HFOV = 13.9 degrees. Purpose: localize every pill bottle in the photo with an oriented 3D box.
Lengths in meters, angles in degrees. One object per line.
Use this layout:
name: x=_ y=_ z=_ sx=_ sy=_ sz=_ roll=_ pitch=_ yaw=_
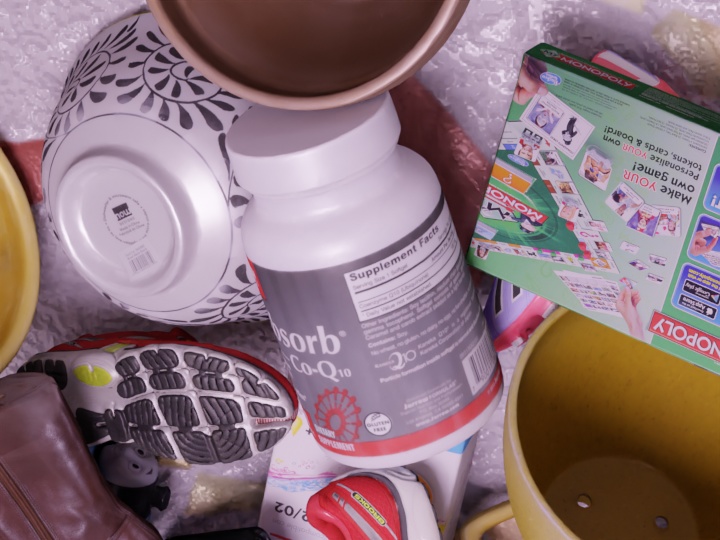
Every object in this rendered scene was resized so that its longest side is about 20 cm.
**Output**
pill bottle: x=0.000 y=0.000 z=1.646 sx=0.116 sy=0.116 sz=0.200 roll=-9 pitch=118 yaw=21

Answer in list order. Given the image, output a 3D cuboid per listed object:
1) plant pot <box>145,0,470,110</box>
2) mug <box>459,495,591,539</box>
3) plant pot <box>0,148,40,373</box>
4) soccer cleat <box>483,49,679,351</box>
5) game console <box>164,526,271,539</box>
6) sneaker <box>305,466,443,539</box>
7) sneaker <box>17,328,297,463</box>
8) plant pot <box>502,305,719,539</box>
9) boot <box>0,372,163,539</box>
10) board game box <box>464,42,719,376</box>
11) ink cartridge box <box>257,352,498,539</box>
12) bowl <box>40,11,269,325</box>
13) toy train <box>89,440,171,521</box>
plant pot: x=-0.017 y=-0.190 z=1.611 sx=0.201 sy=0.093 sz=0.201 roll=3 pitch=97 yaw=22
mug: x=0.141 y=0.239 z=1.785 sx=0.153 sy=0.149 sz=0.187 roll=-19 pitch=118 yaw=-2
plant pot: x=-0.328 y=0.003 z=1.783 sx=0.189 sy=0.201 sz=0.201 roll=-19 pitch=112 yaw=41
soccer cleat: x=0.119 y=-0.036 z=1.698 sx=0.076 sy=0.067 sz=0.200 roll=45 pitch=126 yaw=15
game console: x=-0.028 y=0.234 z=1.849 sx=0.200 sy=0.116 sz=0.176 roll=-20 pitch=87 yaw=68
sneaker: x=0.014 y=0.216 z=1.732 sx=0.085 sy=0.077 sz=0.200 roll=-12 pitch=78 yaw=-14
sneaker: x=-0.116 y=0.063 z=1.785 sx=0.200 sy=0.085 sz=0.077 roll=5 pitch=117 yaw=34
plant pot: x=0.166 y=0.125 z=1.709 sx=0.200 sy=0.200 sz=0.142 roll=25 pitch=147 yaw=2
boot: x=-0.227 y=0.156 z=1.771 sx=0.186 sy=0.064 sz=0.200 roll=-29 pitch=135 yaw=4
board game box: x=0.165 y=-0.027 z=1.622 sx=0.200 sy=0.029 sz=0.135 roll=24 pitch=118 yaw=17
ink cartridge box: x=0.005 y=0.130 z=1.815 sx=0.115 sy=0.068 sz=0.200 roll=16 pitch=122 yaw=8
bowl: x=-0.117 y=-0.042 z=1.717 sx=0.201 sy=0.094 sz=0.201 roll=14 pitch=119 yaw=26
toy train: x=-0.189 y=0.178 z=1.897 sx=0.114 sy=0.087 sz=0.200 roll=15 pitch=118 yaw=-1
